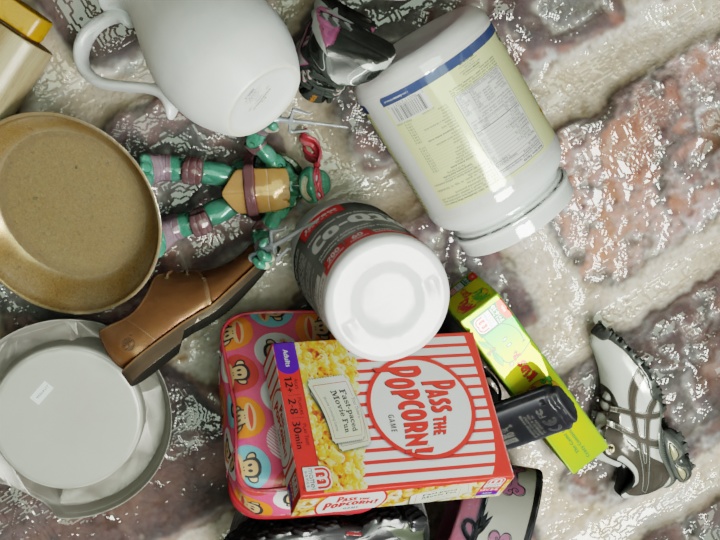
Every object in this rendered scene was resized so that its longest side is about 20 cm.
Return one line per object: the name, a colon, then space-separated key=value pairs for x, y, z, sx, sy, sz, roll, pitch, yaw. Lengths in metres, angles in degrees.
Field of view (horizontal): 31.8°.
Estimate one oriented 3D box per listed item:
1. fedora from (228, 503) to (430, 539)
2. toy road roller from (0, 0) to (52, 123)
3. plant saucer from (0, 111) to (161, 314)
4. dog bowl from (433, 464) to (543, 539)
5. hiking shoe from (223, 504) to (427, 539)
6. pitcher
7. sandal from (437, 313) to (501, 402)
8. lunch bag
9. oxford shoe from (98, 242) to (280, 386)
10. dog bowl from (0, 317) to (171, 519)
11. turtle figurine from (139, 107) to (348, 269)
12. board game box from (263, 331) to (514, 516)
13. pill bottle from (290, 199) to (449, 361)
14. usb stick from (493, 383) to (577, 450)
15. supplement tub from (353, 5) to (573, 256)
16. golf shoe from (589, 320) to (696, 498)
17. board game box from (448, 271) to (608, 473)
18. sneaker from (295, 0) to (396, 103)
fedora: x=-0.035 y=0.257 z=1.276 sx=0.199 sy=0.090 sz=0.178 roll=-21 pitch=104 yaw=-2
toy road roller: x=-0.375 y=-0.210 z=1.089 sx=0.200 sy=0.146 sz=0.123 roll=33 pitch=95 yaw=-14
plant saucer: x=-0.273 y=-0.056 z=1.169 sx=0.199 sy=0.035 sz=0.201 roll=5 pitch=116 yaw=10
dog bowl: x=0.114 y=0.281 z=1.260 sx=0.073 sy=0.200 sz=0.201 roll=21 pitch=98 yaw=3
hiking shoe: x=-0.033 y=0.279 z=1.195 sx=0.199 sy=0.076 sz=0.101 roll=-4 pitch=99 yaw=-7
pitcher: x=-0.161 y=-0.196 z=1.125 sx=0.200 sy=0.121 sz=0.172 roll=47 pitch=109 yaw=20
sandal: x=0.109 y=0.125 z=1.263 sx=0.075 sy=0.045 sz=0.200 roll=-48 pitch=129 yaw=-23
lunch bag: x=-0.044 y=0.132 z=1.200 sx=0.175 sy=0.201 sz=0.082 roll=-2 pitch=144 yaw=-11
oxford shoe: x=-0.160 y=0.021 z=1.198 sx=0.200 sy=0.071 sz=0.071 roll=-38 pitch=82 yaw=-27
dog bowl: x=-0.283 y=0.137 z=1.225 sx=0.199 sy=0.059 sz=0.201 roll=-2 pitch=102 yaw=-10
turtle figurine: x=-0.102 y=-0.074 z=1.190 sx=0.199 sy=0.101 sz=0.151 roll=-7 pitch=89 yaw=4
board game box: x=0.023 y=0.135 z=1.141 sx=0.199 sy=0.152 sz=0.046 roll=-3 pitch=147 yaw=-19
pill bottle: x=0.000 y=0.000 z=1.165 sx=0.113 sy=0.200 sz=0.115 roll=-4 pitch=106 yaw=-14
usb stick: x=0.115 y=0.160 z=1.233 sx=0.199 sy=0.033 sz=0.056 roll=-24 pitch=118 yaw=29
supplement tub: x=0.100 y=-0.129 z=1.187 sx=0.145 sy=0.145 sz=0.200 roll=-33 pitch=105 yaw=-1
golf shoe: x=0.272 y=0.152 z=1.313 sx=0.094 sy=0.078 sz=0.201 roll=-29 pitch=104 yaw=-2
board game box: x=0.162 y=0.101 z=1.270 sx=0.048 sy=0.102 sz=0.200 roll=-37 pitch=105 yaw=-1
sneaker: x=-0.023 y=-0.185 z=1.132 sx=0.080 sy=0.200 sz=0.087 roll=26 pitch=106 yaw=-8
